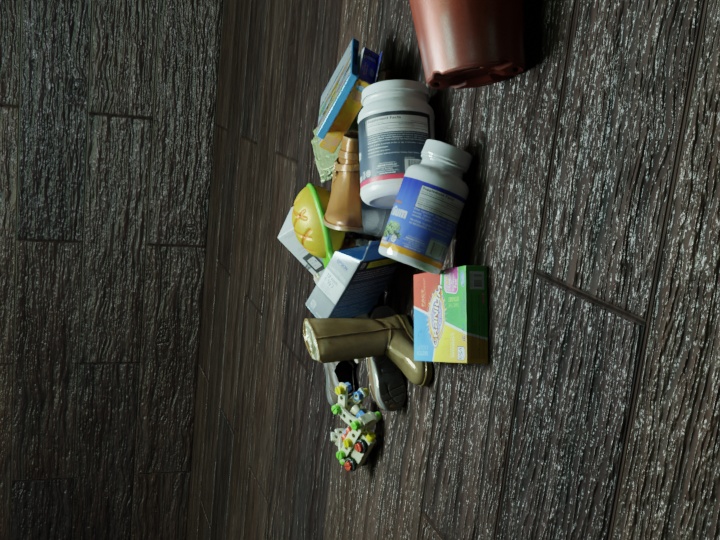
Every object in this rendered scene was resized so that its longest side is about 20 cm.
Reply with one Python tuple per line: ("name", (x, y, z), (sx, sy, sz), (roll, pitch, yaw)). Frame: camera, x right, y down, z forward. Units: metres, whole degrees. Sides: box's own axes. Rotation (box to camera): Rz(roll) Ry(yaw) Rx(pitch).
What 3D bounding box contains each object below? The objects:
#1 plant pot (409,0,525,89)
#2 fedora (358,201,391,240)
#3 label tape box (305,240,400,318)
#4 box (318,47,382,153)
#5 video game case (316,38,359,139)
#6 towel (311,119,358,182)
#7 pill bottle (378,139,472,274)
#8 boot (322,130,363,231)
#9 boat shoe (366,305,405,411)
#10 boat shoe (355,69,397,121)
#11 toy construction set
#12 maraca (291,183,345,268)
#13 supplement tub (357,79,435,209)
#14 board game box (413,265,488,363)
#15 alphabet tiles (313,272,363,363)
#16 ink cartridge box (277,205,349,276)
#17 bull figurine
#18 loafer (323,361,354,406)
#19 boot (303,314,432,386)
("plant pot", (0.158, -0.378, 1.258), (0.200, 0.198, 0.199), (172, 90, -69))
("fedora", (0.019, -0.141, 1.720), (0.177, 0.089, 0.203), (-153, 66, -68))
("label tape box", (0.000, 0.000, 1.623), (0.066, 0.142, 0.201), (43, 121, 25))
("box", (-0.018, -0.339, 1.681), (0.201, 0.041, 0.120), (-56, 17, 40))
("video game case", (-0.043, -0.359, 1.692), (0.144, 0.018, 0.201), (-57, 17, 29))
("towel", (-0.017, -0.278, 1.775), (0.199, 0.036, 0.150), (-33, 48, 23))
("pill bottle", (0.111, -0.105, 1.410), (0.112, 0.111, 0.203), (21, 92, 68))
("boot", (-0.023, -0.164, 1.573), (0.200, 0.073, 0.157), (-106, 26, -66))
("boat shoe", (0.040, 0.171, 1.669), (0.072, 0.075, 0.203), (147, 123, -68))
("boat shoe", (0.028, -0.293, 1.675), (0.074, 0.075, 0.205), (-10, 53, 30))
("toy construction set", (-0.020, 0.333, 1.789), (0.131, 0.091, 0.201), (49, 147, 27))
("maraca", (-0.077, -0.076, 1.727), (0.137, 0.105, 0.203), (-171, 66, -82))
("supplement tub", (0.066, -0.220, 1.533), (0.140, 0.138, 0.203), (157, 113, -67))
("board game box", (0.147, 0.076, 1.435), (0.200, 0.040, 0.156), (166, 104, -69))
("alphabet tiles", (-0.048, 0.100, 1.788), (0.202, 0.014, 0.196), (63, 174, 3))
("ink cartridge box", (-0.077, -0.049, 1.863), (0.066, 0.200, 0.117), (-29, 27, 33))
("bull figurine", (-0.003, 0.026, 1.772), (0.121, 0.065, 0.203), (-15, 91, 50))
("loafer", (-0.042, 0.200, 1.905), (0.071, 0.072, 0.203), (-38, 58, 51))
("boot", (0.011, 0.149, 1.559), (0.176, 0.197, 0.067), (-122, 37, -48))
